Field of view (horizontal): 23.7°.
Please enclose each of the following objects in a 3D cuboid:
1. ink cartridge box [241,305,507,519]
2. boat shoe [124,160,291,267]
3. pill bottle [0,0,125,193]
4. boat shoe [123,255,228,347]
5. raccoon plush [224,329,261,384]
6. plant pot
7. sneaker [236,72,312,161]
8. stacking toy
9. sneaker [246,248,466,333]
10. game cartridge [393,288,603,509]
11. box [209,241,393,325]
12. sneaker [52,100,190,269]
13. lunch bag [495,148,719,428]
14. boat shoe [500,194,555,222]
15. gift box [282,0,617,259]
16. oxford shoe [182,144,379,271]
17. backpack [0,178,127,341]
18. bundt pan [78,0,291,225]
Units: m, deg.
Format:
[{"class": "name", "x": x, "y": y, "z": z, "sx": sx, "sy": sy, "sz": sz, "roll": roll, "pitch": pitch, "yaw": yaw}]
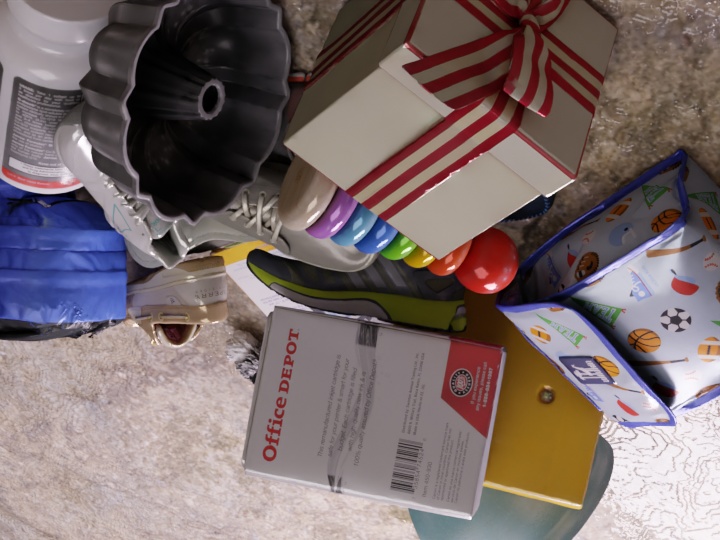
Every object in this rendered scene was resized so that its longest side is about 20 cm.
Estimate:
[{"class": "ink cartridge box", "x": 0.013, "y": 0.118, "z": 1.458, "sx": 0.199, "sy": 0.147, "sz": 0.083, "roll": 11, "pitch": 180, "yaw": 8}, {"class": "boat shoe", "x": -0.120, "y": -0.056, "z": 1.523, "sx": 0.201, "sy": 0.060, "sz": 0.072, "roll": -18, "pitch": 95, "yaw": 33}, {"class": "pill bottle", "x": -0.251, "y": -0.166, "z": 1.413, "sx": 0.115, "sy": 0.116, "sz": 0.200, "roll": 22, "pitch": 140, "yaw": -1}, {"class": "boat shoe", "x": -0.178, "y": 0.038, "z": 1.600, "sx": 0.073, "sy": 0.069, "sz": 0.200, "roll": -10, "pitch": 174, "yaw": -27}, {"class": "raccoon plush", "x": -0.029, "y": 0.127, "z": 1.669, "sx": 0.134, "sy": 0.097, "sz": 0.200, "roll": -26, "pitch": 122, "yaw": 31}, {"class": "plant pot", "x": 0.117, "y": 0.184, "z": 1.594, "sx": 0.134, "sy": 0.200, "sz": 0.200, "roll": 46, "pitch": 134, "yaw": -14}, {"class": "sneaker", "x": -0.021, "y": -0.107, "z": 1.408, "sx": 0.199, "sy": 0.082, "sz": 0.077, "roll": 4, "pitch": 137, "yaw": 18}, {"class": "stacking toy", "x": 0.037, "y": -0.034, "z": 1.358, "sx": 0.200, "sy": 0.086, "sz": 0.085, "roll": 26, "pitch": 140, "yaw": -20}, {"class": "sneaker", "x": 0.000, "y": 0.000, "z": 1.496, "sx": 0.199, "sy": 0.081, "sz": 0.074, "roll": 10, "pitch": 179, "yaw": -2}, {"class": "game cartridge", "x": 0.118, "y": 0.102, "z": 1.518, "sx": 0.199, "sy": 0.177, "sz": 0.032, "roll": 13, "pitch": 168, "yaw": 10}, {"class": "box", "x": -0.032, "y": 0.023, "z": 1.590, "sx": 0.119, "sy": 0.042, "sz": 0.200, "roll": -17, "pitch": 129, "yaw": 35}, {"class": "sneaker", "x": -0.188, "y": -0.072, "z": 1.421, "sx": 0.080, "sy": 0.070, "sz": 0.200, "roll": 45, "pitch": 171, "yaw": 30}, {"class": "lunch bag", "x": 0.234, "y": 0.032, "z": 1.405, "sx": 0.200, "sy": 0.124, "sz": 0.170, "roll": -32, "pitch": 115, "yaw": 31}, {"class": "boat shoe", "x": 0.067, "y": -0.051, "z": 1.443, "sx": 0.199, "sy": 0.069, "sz": 0.084, "roll": -5, "pitch": 133, "yaw": 27}, {"class": "gift box", "x": 0.062, "y": -0.144, "z": 1.257, "sx": 0.200, "sy": 0.185, "sz": 0.187, "roll": 33, "pitch": 140, "yaw": -23}, {"class": "oxford shoe", "x": -0.077, "y": -0.052, "z": 1.434, "sx": 0.200, "sy": 0.058, "sz": 0.075, "roll": 28, "pitch": 114, "yaw": 9}, {"class": "backpack", "x": -0.314, "y": -0.017, "z": 1.555, "sx": 0.199, "sy": 0.162, "sz": 0.169, "roll": 7, "pitch": 98, "yaw": 20}, {"class": "bundt pan", "x": -0.144, "y": -0.141, "z": 1.340, "sx": 0.076, "sy": 0.202, "sz": 0.202, "roll": 18, "pitch": 143, "yaw": 31}]
